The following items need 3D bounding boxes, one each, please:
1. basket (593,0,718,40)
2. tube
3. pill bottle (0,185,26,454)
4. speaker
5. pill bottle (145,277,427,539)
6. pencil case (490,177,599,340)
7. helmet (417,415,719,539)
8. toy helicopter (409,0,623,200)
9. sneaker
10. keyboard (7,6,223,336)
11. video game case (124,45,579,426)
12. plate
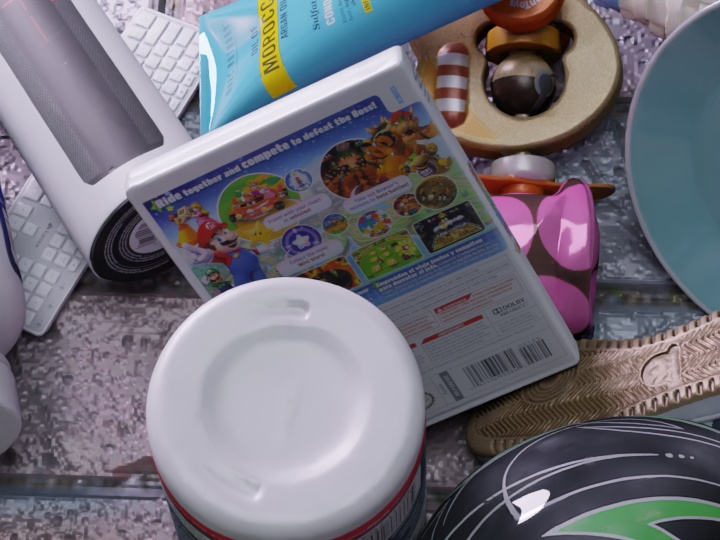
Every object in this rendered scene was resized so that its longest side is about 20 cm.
[{"bbox_3d":[0.233,-0.176,1.156,0.199,0.140,0.176,15,34,26],"label":"basket"},{"bbox_3d":[-0.005,-0.135,1.162,0.199,0.050,0.078,-21,52,29],"label":"tube"},{"bbox_3d":[-0.231,-0.003,1.109,0.119,0.120,0.201,-14,62,-5],"label":"pill bottle"},{"bbox_3d":[-0.152,-0.092,1.167,0.081,0.081,0.201,-29,62,-12],"label":"speaker"},{"bbox_3d":[-0.029,0.098,1.011,0.118,0.200,0.121,-1,63,1],"label":"pill bottle"},{"bbox_3d":[0.021,0.003,1.121,0.198,0.092,0.094,-4,20,0],"label":"pencil case"},{"bbox_3d":[0.119,0.158,0.985,0.199,0.200,0.191,-32,81,-13],"label":"helmet"},{"bbox_3d":[0.048,-0.073,1.176,0.199,0.079,0.133,-27,75,1],"label":"toy helicopter"},{"bbox_3d":[0.157,0.083,1.089,0.199,0.109,0.070,-18,40,28],"label":"sneaker"},{"bbox_3d":[-0.143,-0.056,1.195,0.056,0.011,0.201,24,67,13],"label":"keyboard"},{"bbox_3d":[0.000,0.000,1.045,0.142,0.201,0.018,-23,37,14],"label":"video game case"},{"bbox_3d":[0.226,-0.049,1.096,0.199,0.201,0.026,30,36,15],"label":"plate"}]
